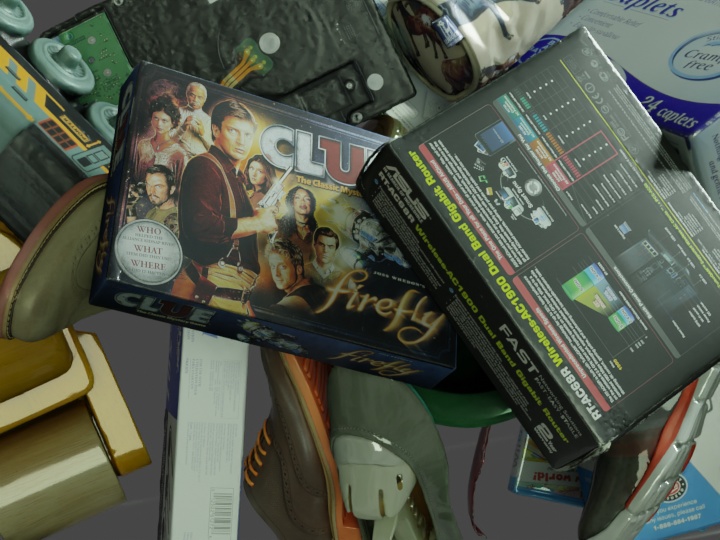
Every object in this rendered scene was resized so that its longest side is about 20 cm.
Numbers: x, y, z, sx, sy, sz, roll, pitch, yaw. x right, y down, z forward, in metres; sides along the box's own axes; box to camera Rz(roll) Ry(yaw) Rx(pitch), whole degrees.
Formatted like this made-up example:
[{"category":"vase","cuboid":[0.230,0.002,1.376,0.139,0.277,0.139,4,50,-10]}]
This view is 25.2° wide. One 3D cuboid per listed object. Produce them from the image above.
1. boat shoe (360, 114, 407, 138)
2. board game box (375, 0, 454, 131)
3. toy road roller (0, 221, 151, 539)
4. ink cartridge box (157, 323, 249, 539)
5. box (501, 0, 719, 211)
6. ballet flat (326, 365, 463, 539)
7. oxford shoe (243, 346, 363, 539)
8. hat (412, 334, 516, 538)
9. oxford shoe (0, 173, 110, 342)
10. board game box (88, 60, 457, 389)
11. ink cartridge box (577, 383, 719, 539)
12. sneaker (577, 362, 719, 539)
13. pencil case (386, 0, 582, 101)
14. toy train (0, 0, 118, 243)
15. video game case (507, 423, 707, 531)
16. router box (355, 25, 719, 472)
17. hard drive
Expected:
[{"category":"boat shoe","cuboid":[0.000,0.000,1.039,0.062,0.073,0.201,15,99,-21]},{"category":"board game box","cuboid":[0.075,-0.174,1.066,0.200,0.040,0.153,-45,98,-8]},{"category":"toy road roller","cuboid":[-0.211,0.066,0.953,0.122,0.146,0.201,-24,94,-10]},{"category":"ink cartridge box","cuboid":[-0.098,0.101,1.003,0.044,0.094,0.201,4,89,-11]},{"category":"box","cuboid":[0.224,-0.122,1.001,0.200,0.184,0.105,-37,126,-16]},{"category":"ballet flat","cuboid":[0.020,0.133,0.951,0.067,0.200,0.064,7,50,24]},{"category":"oxford shoe","cuboid":[-0.042,0.116,0.996,0.073,0.071,0.201,-8,120,8]},{"category":"hat","cuboid":[0.072,0.035,1.029,0.165,0.176,0.200,39,86,16]},{"category":"oxford shoe","cuboid":[-0.120,-0.013,0.889,0.075,0.071,0.200,30,42,16]},{"category":"board game box","cuboid":[-0.041,-0.024,0.882,0.199,0.035,0.136,15,60,-21]},{"category":"ink cartridge box","cuboid":[0.207,0.061,1.051,0.146,0.086,0.201,-14,94,-10]},{"category":"sneaker","cuboid":[0.169,0.076,0.979,0.082,0.077,0.201,26,86,19]},{"category":"pencil case","cuboid":[0.107,-0.198,1.002,0.200,0.078,0.090,-42,129,-15]},{"category":"toy train","cuboid":[-0.208,-0.095,0.952,0.200,0.114,0.085,46,112,2]},{"category":"video game case","cuboid":[0.188,0.066,1.100,0.142,0.018,0.201,13,87,-12]},{"category":"router box","cuboid":[0.115,-0.013,0.886,0.150,0.062,0.200,-32,83,-26]},{"category":"hard drive","cuboid":[-0.082,-0.129,1.011,0.199,0.038,0.140,-26,94,6]}]
